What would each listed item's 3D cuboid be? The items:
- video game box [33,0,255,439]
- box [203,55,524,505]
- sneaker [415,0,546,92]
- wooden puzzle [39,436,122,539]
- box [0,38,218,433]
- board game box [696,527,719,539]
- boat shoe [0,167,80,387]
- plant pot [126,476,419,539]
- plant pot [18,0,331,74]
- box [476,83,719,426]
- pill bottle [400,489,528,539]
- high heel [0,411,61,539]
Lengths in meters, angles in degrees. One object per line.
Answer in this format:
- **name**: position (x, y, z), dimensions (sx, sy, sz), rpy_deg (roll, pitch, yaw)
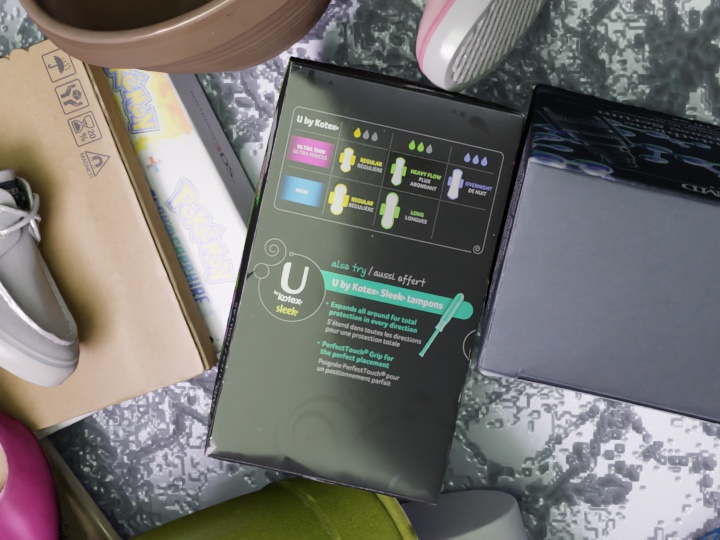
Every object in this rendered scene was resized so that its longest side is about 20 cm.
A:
- **video game box**: position (-0.152, -0.028, 1.347), dimensions (0.182, 0.047, 0.201), rpy_deg (-26, 95, 16)
- **box**: position (0.000, 0.000, 1.233), dimensions (0.124, 0.149, 0.201), rpy_deg (12, 95, -3)
- **sneaker**: position (0.056, -0.183, 1.207), dimensions (0.104, 0.075, 0.201), rpy_deg (26, 65, 15)
- **wooden puzzle**: position (-0.230, 0.184, 1.348), dimensions (0.200, 0.037, 0.185), rpy_deg (-35, 84, -25)
- **box**: position (-0.187, -0.014, 1.322), dimensions (0.163, 0.021, 0.201), rpy_deg (-19, 98, 20)
- **board game box**: position (0.222, 0.186, 1.266), dimensions (0.199, 0.103, 0.105), rpy_deg (-32, 93, 19)
- **boat shoe**: position (-0.208, -0.031, 1.282), dimensions (0.068, 0.072, 0.200), rpy_deg (-41, 80, 23)
- **plant pot**: position (-0.081, 0.211, 1.236), dimensions (0.192, 0.200, 0.202), rpy_deg (-7, 104, -26)
- **plant pot**: position (-0.075, -0.169, 1.248), dimensions (0.200, 0.202, 0.093), rpy_deg (-17, 138, 17)
- **box**: position (0.143, -0.010, 1.182), dimensions (0.148, 0.200, 0.108), rpy_deg (13, 106, 1)
- **pill bottle**: position (0.061, 0.230, 1.312), dimensions (0.114, 0.114, 0.201), rpy_deg (-10, 100, 16)
- **high heel**: position (-0.236, 0.089, 1.299), dimensions (0.067, 0.096, 0.201), rpy_deg (-33, 91, 23)
